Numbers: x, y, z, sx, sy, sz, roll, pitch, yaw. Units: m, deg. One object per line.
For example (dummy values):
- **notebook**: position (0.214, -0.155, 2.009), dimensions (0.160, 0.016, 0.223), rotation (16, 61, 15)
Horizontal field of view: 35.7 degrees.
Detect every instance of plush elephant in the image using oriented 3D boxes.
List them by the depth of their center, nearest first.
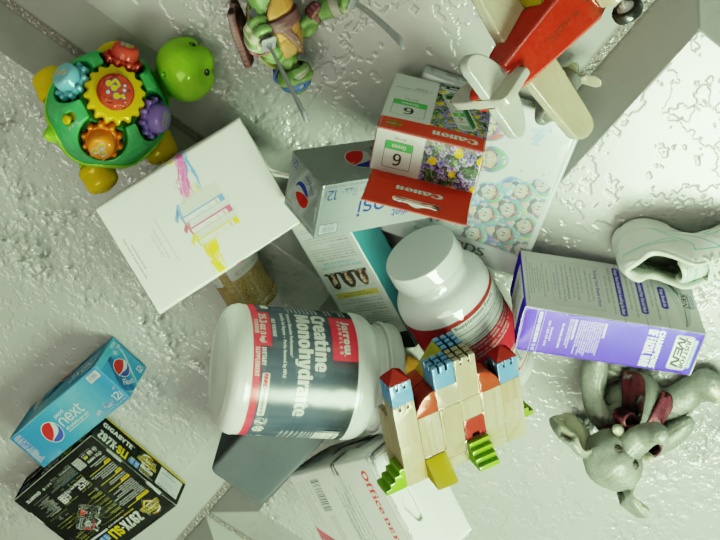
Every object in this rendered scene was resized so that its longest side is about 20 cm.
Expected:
- **plush elephant**: position (0.308, 0.184, 1.293), dimensions (0.164, 0.156, 0.200), rotation (37, 121, -12)

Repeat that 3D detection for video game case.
- **video game case**: position (0.126, -0.105, 1.231), dimensions (0.179, 0.024, 0.202), rotation (18, 123, 0)

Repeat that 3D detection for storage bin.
- **storage bin**: position (-0.107, 0.178, 1.390), dimensions (0.145, 0.135, 0.200), rotation (35, 121, -12)

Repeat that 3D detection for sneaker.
- **sneaker**: position (0.372, -0.011, 1.206), dimensions (0.196, 0.081, 0.072), rotation (-2, 120, 11)

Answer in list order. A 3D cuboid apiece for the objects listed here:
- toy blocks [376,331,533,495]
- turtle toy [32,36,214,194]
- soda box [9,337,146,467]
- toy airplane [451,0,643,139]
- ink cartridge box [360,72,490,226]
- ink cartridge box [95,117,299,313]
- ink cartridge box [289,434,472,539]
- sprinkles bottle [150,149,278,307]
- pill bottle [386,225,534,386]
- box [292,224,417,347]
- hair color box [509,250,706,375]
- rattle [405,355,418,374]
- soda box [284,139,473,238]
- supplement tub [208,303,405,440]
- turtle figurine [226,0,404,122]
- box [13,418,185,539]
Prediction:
- **toy blocks**: position (0.095, 0.134, 1.191), dimensions (0.197, 0.100, 0.139), rotation (-20, 119, -17)
- **turtle toy**: position (-0.246, -0.183, 1.188), dimensions (0.147, 0.198, 0.101), rotation (60, 156, 0)
- **soda box**: position (-0.375, 0.176, 1.483), dimensions (0.199, 0.068, 0.064), rotation (-37, 108, 28)
- **toy airplane**: position (0.157, -0.227, 1.079), dimensions (0.196, 0.141, 0.204), rotation (-4, 112, -24)
- **ink cartridge box**: position (0.068, -0.123, 1.096), dimensions (0.107, 0.201, 0.051), rotation (14, 123, 3)
- **ink cartridge box**: position (-0.161, -0.067, 1.183), dimensions (0.198, 0.128, 0.126), rotation (-33, 100, -6)
- **ink cartridge box**: position (0.020, 0.273, 1.322), dimensions (0.199, 0.084, 0.147), rotation (-26, 92, 57)
- **sprinkles bottle**: position (-0.171, -0.041, 1.306), dimensions (0.067, 0.069, 0.202), rotation (-19, 116, 22)
- **pill bottle**: position (0.110, 0.051, 1.263), dimensions (0.111, 0.113, 0.201), rotation (-19, 125, 22)
- **box**: position (0.000, 0.000, 1.294), dimensions (0.081, 0.049, 0.202), rotation (-9, 122, 39)
- **hair color box**: position (0.268, 0.045, 1.232), dimensions (0.196, 0.110, 0.066), rotation (8, 125, 0)
- **rattle**: position (0.046, 0.222, 1.427), dimensions (0.142, 0.131, 0.200), rotation (41, 148, -2)
- **soda box**: position (0.024, -0.091, 1.140), dimensions (0.197, 0.068, 0.064), rotation (-12, 131, -32)
- **supplement tub**: position (-0.061, 0.114, 1.240), dimensions (0.196, 0.141, 0.142), rotation (5, 126, -18)
- **turtle figurine**: position (-0.062, -0.271, 1.099), dimensions (0.142, 0.200, 0.196), rotation (-30, 112, -11)
- **box**: position (-0.369, 0.313, 1.580), dimensions (0.159, 0.050, 0.199), rotation (41, 120, -18)
